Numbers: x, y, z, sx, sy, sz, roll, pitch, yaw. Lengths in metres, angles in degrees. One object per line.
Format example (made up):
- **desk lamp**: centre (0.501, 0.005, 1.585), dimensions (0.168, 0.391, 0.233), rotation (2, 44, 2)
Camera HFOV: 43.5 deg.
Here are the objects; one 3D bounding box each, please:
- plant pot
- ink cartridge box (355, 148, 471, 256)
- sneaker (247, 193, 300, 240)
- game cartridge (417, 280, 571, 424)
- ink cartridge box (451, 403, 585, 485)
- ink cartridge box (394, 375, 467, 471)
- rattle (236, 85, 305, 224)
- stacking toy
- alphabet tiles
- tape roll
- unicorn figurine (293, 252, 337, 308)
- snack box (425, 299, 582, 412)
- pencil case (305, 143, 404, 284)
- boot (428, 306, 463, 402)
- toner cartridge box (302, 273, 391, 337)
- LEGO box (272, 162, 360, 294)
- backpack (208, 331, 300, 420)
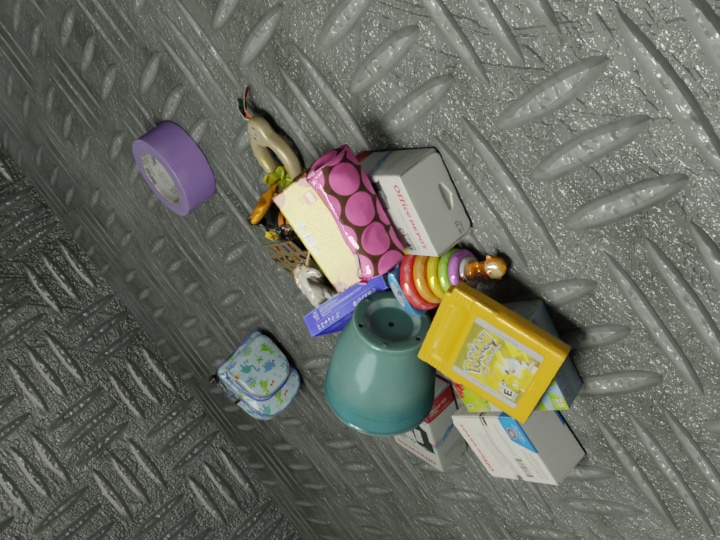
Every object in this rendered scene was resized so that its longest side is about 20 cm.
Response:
- **plant pot**: centre (0.044, 0.145, 1.539), dimensions (0.200, 0.199, 0.189), rotation (38, 142, 25)
- **ink cartridge box**: centre (0.059, -0.106, 1.413), dimensions (0.199, 0.085, 0.149), rotation (8, 131, 58)
- **sneaker**: centre (-0.138, -0.079, 1.772), dimensions (0.199, 0.090, 0.070), rotation (31, 149, 36)
- **game cartridge**: centre (0.196, 0.125, 1.365), dimensions (0.199, 0.032, 0.177), rotation (30, 136, 12)
- **ink cartridge box**: centre (0.272, 0.288, 1.585), dimensions (0.147, 0.084, 0.200), rotation (55, 155, -10)
- **ink cartridge box**: centre (0.125, 0.293, 1.840), dimensions (0.145, 0.083, 0.201), rotation (25, 144, 42)
- **rattle**: centre (-0.204, -0.212, 1.658), dimensions (0.201, 0.142, 0.130), rotation (56, 173, -25)
- **stacking toy**: centre (0.149, 0.004, 1.416), dimensions (0.199, 0.110, 0.117), rotation (-5, 121, 47)
- **alphabet tiles**: centre (-0.115, -0.005, 1.878), dimensions (0.166, 0.006, 0.199), rotation (43, 159, -22)
- **tape roll**: centre (-0.424, -0.232, 2.056), dimensions (0.199, 0.085, 0.201), rotation (38, 153, 24)
- **unicorn figurine**: centre (-0.076, 0.046, 1.808), dimensions (0.137, 0.074, 0.200), rotation (40, 165, 5)
- **snack box**: centre (0.226, 0.139, 1.431), dimensions (0.199, 0.068, 0.170), rotation (-11, 116, 43)
- **pencil case**: centre (-0.010, -0.083, 1.354), dimensions (0.090, 0.093, 0.201), rotation (-6, 116, 60)
- **boot**: centre (0.155, 0.132, 1.605), dimensions (0.144, 0.070, 0.203), rotation (35, 146, 41)
- **toner cartridge box**: centre (-0.003, 0.053, 1.613), dimensions (0.199, 0.095, 0.044), rotation (-34, 76, 34)
- **LEGO box**: centre (-0.048, -0.080, 1.547), dimensions (0.201, 0.077, 0.149), rotation (55, -161, -9)
- **backpack**: centre (-0.259, 0.282, 2.355), dimensions (0.200, 0.183, 0.147), rotation (45, 156, 0)
